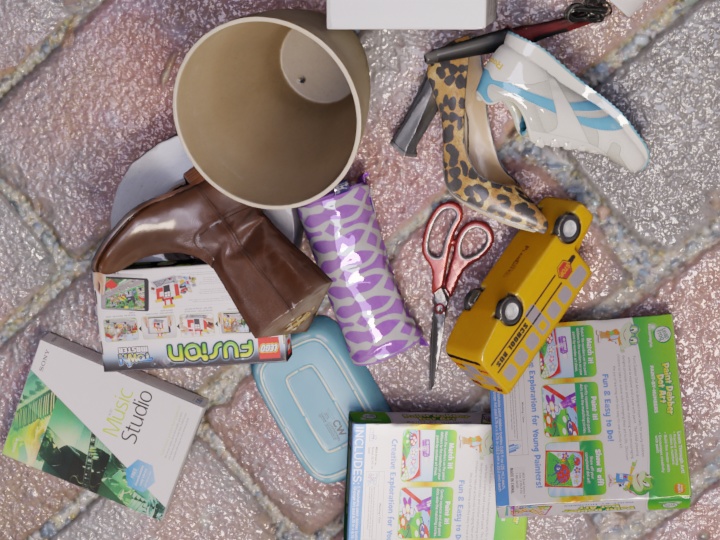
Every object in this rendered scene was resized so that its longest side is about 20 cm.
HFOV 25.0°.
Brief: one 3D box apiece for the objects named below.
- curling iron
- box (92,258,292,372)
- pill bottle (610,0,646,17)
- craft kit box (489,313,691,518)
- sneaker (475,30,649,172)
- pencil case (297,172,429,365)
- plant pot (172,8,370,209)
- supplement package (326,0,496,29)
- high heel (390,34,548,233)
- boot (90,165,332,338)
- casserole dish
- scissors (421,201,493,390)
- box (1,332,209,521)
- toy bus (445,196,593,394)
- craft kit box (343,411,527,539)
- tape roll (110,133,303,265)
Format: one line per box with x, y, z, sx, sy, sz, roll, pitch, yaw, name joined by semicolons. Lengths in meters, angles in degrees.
0.158;-0.244;1.635;0.199;0.026;0.050;-17;142;-3;curling iron
-0.175;0.045;1.694;0.198;0.035;0.111;-3;101;8;box
0.299;-0.351;1.580;0.109;0.110;0.200;42;103;-2;pill bottle
0.232;0.148;1.665;0.196;0.049;0.201;-5;64;10;craft kit box
0.204;-0.154;1.633;0.199;0.077;0.081;35;96;-16;sneaker
0.000;0.000;1.709;0.085;0.084;0.201;-22;100;-22;pencil case
-0.065;-0.184;1.608;0.186;0.200;0.189;6;114;13;plant pot
0.054;-0.313;1.574;0.150;0.200;0.152;1;101;8;supplement package
0.135;-0.139;1.646;0.200;0.071;0.143;37;110;20;high heel
-0.148;0.007;1.632;0.186;0.064;0.200;-39;78;1;boot
-0.042;0.146;1.761;0.121;0.039;0.201;-28;97;13;casserole dish
0.081;0.026;1.735;0.073;0.014;0.201;21;104;1;scissors
-0.284;0.174;1.801;0.199;0.036;0.145;22;103;4;box
0.170;0.022;1.660;0.078;0.065;0.200;45;73;-29;toy bus
0.081;0.252;1.735;0.196;0.049;0.202;2;102;-5;craft kit box
-0.162;-0.049;1.725;0.199;0.066;0.202;1;102;7;tape roll
